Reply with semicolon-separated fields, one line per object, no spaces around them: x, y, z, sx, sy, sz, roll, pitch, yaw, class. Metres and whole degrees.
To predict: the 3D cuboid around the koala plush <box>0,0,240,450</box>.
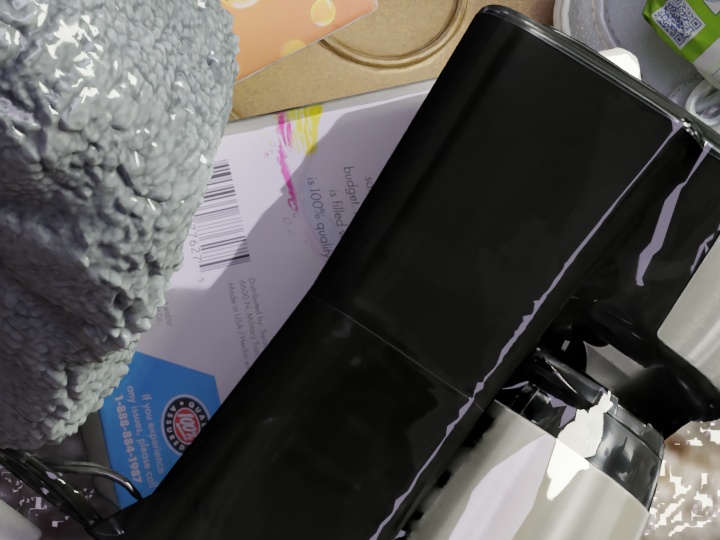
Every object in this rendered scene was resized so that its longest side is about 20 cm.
-0.082;-0.087;0.761;0.177;0.184;0.200;38;58;-12;koala plush

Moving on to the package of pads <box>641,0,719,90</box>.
0.201;-0.149;0.956;0.068;0.155;0.200;46;45;2;package of pads

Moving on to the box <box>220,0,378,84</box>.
-0.116;-0.100;0.882;0.200;0.097;0.125;-30;113;-20;box

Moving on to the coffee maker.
0.019;0.025;0.832;0.192;0.135;0.200;35;84;-10;coffee maker

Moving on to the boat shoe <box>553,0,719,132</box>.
0.154;-0.041;0.988;0.202;0.065;0.074;47;63;-3;boat shoe

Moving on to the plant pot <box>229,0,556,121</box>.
0.005;-0.100;1.001;0.199;0.027;0.201;3;74;-11;plant pot

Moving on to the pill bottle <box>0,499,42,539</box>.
-0.204;0.060;0.857;0.200;0.120;0.120;36;70;-1;pill bottle

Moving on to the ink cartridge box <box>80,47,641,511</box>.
0.000;0.000;0.930;0.199;0.068;0.115;-12;94;-12;ink cartridge box
